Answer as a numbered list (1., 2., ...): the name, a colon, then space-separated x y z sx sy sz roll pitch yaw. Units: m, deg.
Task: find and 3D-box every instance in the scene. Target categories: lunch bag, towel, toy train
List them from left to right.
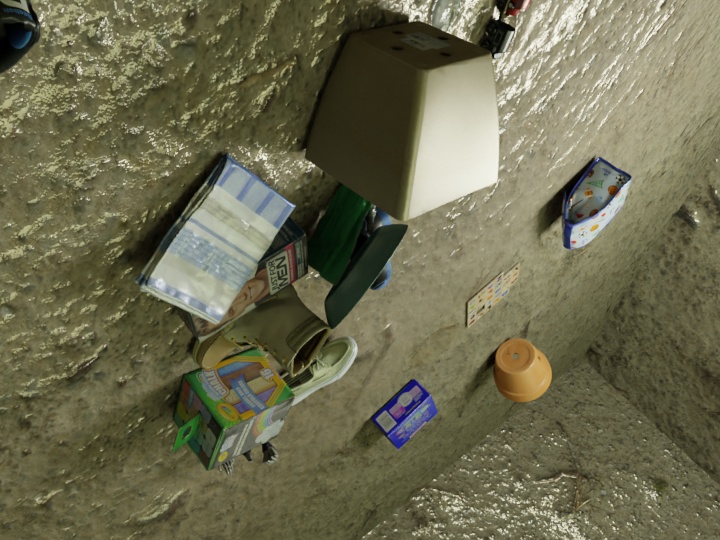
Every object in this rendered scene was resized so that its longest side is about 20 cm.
1. towel: -0.181 -0.034 0.923 0.201 0.024 0.147 -56 137 -1
2. toy train: 0.229 -0.402 1.045 0.034 0.046 0.201 -23 146 -37
3. lunch bag: 0.588 -0.163 1.845 0.201 0.123 0.170 -51 156 -6

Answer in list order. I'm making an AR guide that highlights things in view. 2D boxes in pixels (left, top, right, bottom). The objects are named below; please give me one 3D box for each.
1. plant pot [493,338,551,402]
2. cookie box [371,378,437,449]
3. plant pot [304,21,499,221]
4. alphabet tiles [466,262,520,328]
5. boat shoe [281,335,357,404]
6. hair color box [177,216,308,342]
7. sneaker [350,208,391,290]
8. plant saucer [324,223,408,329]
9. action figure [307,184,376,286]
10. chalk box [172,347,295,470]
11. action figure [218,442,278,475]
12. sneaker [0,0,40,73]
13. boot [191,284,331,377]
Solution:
1. plant pot: 0.539 0.325 2.424 0.200 0.200 0.140 -41 138 -8
2. cookie box: 0.132 0.420 2.067 0.171 0.075 0.200 -41 154 -8
3. plant pot: 0.065 -0.212 0.934 0.199 0.199 0.179 -25 137 -35
4. alphabet tiles: 0.368 0.063 1.976 0.199 0.008 0.168 -40 153 -13
5. boat shoe: -0.090 0.200 1.423 0.199 0.072 0.062 -38 156 -8
6. hair color box: -0.171 0.009 1.036 0.199 0.061 0.100 -33 151 -22
7. sneaker: 0.007 -0.029 1.244 0.077 0.070 0.201 -30 144 -23
8. plant saucer: 0.000 0.000 1.102 0.201 0.036 0.200 -53 -175 7
9. action figure: -0.014 -0.085 1.101 0.054 0.118 0.201 21 102 -47
10. chalk box: -0.235 0.240 1.211 0.199 0.124 0.125 -17 144 -43
11. action figure: -0.228 0.340 1.379 0.118 0.103 0.201 -19 155 -12
12. sneaker: -0.253 -0.227 0.510 0.073 0.112 0.201 -2 131 -56
13. boot: -0.155 0.112 1.101 0.200 0.155 0.072 -45 154 0
